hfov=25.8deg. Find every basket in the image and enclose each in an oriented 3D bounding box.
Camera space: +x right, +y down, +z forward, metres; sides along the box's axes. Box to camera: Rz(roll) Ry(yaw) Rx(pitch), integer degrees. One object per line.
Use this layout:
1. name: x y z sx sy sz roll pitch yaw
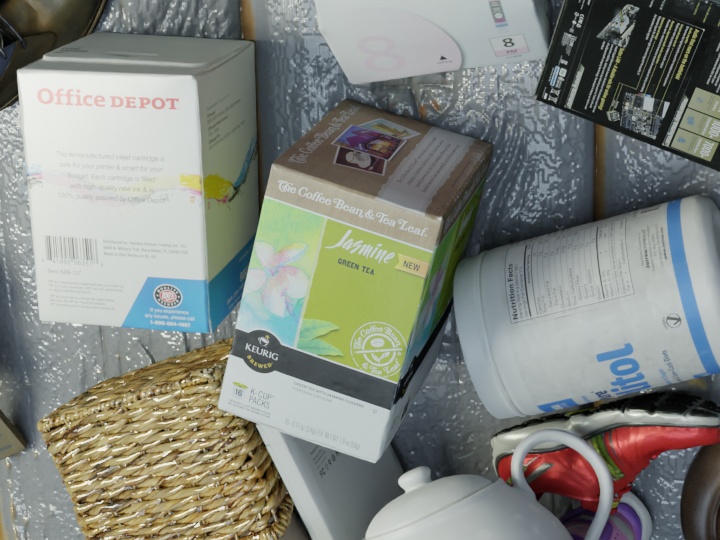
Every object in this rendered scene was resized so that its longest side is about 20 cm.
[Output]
1. basket: -0.138 0.149 1.302 0.198 0.143 0.151 -19 97 27

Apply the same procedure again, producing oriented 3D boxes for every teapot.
1. teapot: 0.073 0.216 1.186 0.196 0.199 0.148 -27 82 38

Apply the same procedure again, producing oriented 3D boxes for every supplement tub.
1. supplement tub: 0.183 0.029 1.183 0.198 0.132 0.133 -16 104 20

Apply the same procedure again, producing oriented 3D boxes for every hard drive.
1. hard drive: -0.007 0.176 1.278 0.026 0.132 0.202 -16 107 31

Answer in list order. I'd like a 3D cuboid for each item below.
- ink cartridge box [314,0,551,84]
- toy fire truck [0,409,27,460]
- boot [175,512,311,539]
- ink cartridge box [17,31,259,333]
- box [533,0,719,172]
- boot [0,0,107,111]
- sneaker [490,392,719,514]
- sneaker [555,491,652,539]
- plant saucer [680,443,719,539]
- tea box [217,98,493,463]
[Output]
1. ink cartridge box: 0.040 -0.210 1.117 0.160 0.200 0.058 -5 68 17
2. toy fire truck: -0.396 0.093 1.384 0.174 0.129 0.202 -22 92 21
3. boot: -0.072 0.234 1.365 0.146 0.070 0.200 42 115 -8
4. ink cartridge box: -0.166 -0.074 1.234 0.145 0.145 0.203 4 110 13
5. box: 0.224 -0.183 1.074 0.162 0.087 0.201 22 144 8
6. boot: -0.269 -0.189 1.249 0.075 0.097 0.200 42 114 -2
7. sneaker: 0.200 0.148 1.244 0.198 0.077 0.086 -15 88 30
8. sneaker: 0.151 0.258 1.294 0.081 0.089 0.200 46 115 -5
9. plant saucer: 0.354 0.202 1.250 0.197 0.032 0.203 5 110 13
10. tea box: 0.000 0.000 1.184 0.132 0.200 0.199 17 113 9
